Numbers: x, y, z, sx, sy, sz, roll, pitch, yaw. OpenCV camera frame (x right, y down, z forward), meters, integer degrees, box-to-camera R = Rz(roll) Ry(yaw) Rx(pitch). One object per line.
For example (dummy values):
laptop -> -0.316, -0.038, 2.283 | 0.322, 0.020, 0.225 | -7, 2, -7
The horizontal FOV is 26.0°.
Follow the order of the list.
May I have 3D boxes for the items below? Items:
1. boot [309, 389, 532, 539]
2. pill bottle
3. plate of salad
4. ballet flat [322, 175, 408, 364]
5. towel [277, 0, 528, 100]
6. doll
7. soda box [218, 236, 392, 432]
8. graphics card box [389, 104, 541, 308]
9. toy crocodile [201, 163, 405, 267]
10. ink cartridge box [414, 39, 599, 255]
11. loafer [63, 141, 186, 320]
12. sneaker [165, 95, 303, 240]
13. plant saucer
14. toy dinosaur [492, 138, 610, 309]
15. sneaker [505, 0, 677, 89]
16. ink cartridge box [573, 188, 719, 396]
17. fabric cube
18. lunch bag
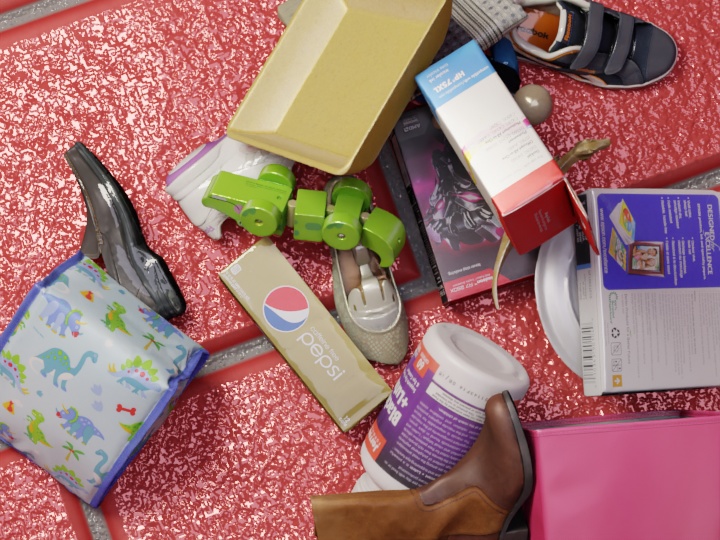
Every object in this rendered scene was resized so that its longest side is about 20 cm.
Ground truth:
boot -> 0.052, 0.197, 1.422 | 0.199, 0.069, 0.189 | -4, 129, -6
pill bottle -> 0.068, 0.161, 1.497 | 0.111, 0.111, 0.200 | 29, 107, 0
plate of salad -> 0.252, 0.020, 1.560 | 0.199, 0.048, 0.201 | 3, 83, -27
ballet flat -> 0.000, 0.000, 1.553 | 0.067, 0.062, 0.201 | -17, 86, -4
towel -> 0.038, -0.253, 1.554 | 0.192, 0.035, 0.200 | -35, 55, -3
doll -> 0.100, -0.191, 1.535 | 0.199, 0.049, 0.137 | 23, 63, 28
soda box -> -0.055, 0.065, 1.542 | 0.064, 0.068, 0.200 | -39, 88, -6
graphics card box -> 0.114, -0.076, 1.572 | 0.125, 0.051, 0.201 | -17, 85, -5
toy crocodile -> -0.054, -0.053, 1.502 | 0.199, 0.062, 0.068 | 11, 46, 3
ink cartridge box -> 0.134, -0.094, 1.401 | 0.067, 0.116, 0.200 | -31, 68, 3
loafer -> -0.249, -0.031, 1.542 | 0.072, 0.073, 0.201 | -29, 85, 0
sneaker -> -0.094, -0.110, 1.564 | 0.200, 0.075, 0.100 | -35, 101, -1
plant saucer -> -0.012, -0.181, 1.457 | 0.048, 0.200, 0.200 | 36, 81, -39
toy dinosaur -> 0.159, -0.056, 1.496 | 0.058, 0.101, 0.200 | 36, 81, -2
sneaker -> 0.229, -0.233, 1.579 | 0.199, 0.079, 0.079 | 8, 84, -4
ink cartridge box -> 0.304, 0.020, 1.535 | 0.199, 0.043, 0.199 | -1, 85, -26
fabric cube -> 0.249, 0.238, 1.475 | 0.195, 0.200, 0.200 | -5, 87, -5
lunch bag -> -0.271, 0.113, 1.502 | 0.170, 0.127, 0.200 | 37, 113, 1
